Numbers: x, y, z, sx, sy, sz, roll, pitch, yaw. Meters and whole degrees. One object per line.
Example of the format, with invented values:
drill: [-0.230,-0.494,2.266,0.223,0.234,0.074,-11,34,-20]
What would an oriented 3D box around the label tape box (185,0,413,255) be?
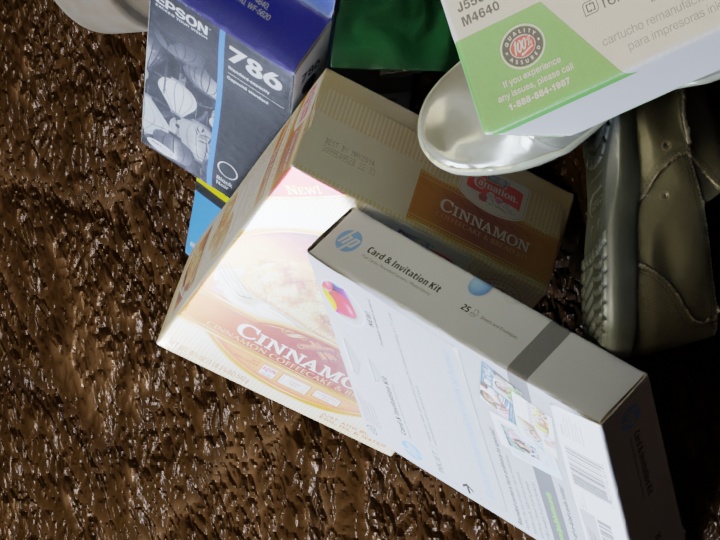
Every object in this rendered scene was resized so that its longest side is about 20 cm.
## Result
label tape box: [-0.036,-0.081,1.769,0.144,0.063,0.201,36,125,51]

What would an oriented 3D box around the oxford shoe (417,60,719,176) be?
oxford shoe: [0.103,-0.100,1.410,0.199,0.058,0.076,-20,72,34]

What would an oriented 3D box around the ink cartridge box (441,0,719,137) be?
ink cartridge box: [0.100,-0.178,1.324,0.145,0.084,0.201,-24,79,31]

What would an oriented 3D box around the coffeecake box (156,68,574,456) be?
coffeecake box: [0.000,0.000,1.622,0.200,0.153,0.073,-50,17,51]

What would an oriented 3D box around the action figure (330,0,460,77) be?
action figure: [0.041,-0.204,1.597,0.055,0.118,0.201,170,102,-72]

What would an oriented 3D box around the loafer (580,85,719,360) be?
loafer: [0.148,-0.052,1.462,0.075,0.069,0.201,140,134,-78]

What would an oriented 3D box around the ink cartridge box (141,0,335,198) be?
ink cartridge box: [-0.069,-0.111,1.625,0.099,0.039,0.200,33,150,14]

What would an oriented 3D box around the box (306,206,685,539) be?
box: [0.070,0.070,1.512,0.200,0.041,0.156,29,152,35]

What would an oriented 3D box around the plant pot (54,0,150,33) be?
plant pot: [-0.071,-0.234,1.660,0.173,0.200,0.201,1,97,25]
